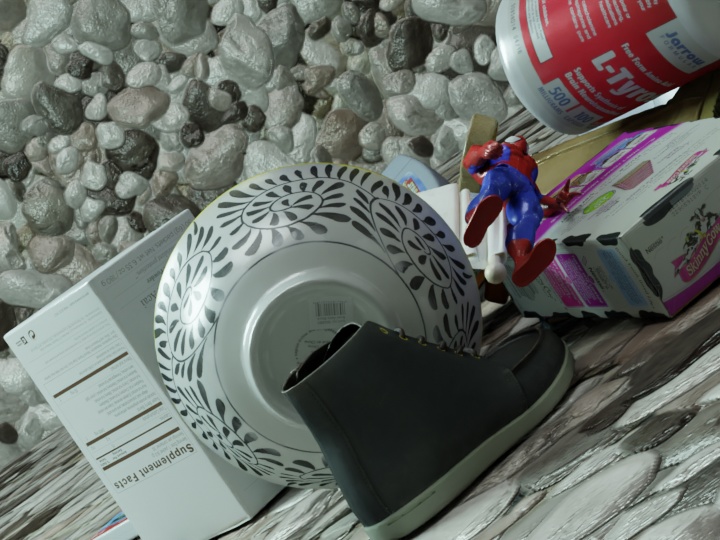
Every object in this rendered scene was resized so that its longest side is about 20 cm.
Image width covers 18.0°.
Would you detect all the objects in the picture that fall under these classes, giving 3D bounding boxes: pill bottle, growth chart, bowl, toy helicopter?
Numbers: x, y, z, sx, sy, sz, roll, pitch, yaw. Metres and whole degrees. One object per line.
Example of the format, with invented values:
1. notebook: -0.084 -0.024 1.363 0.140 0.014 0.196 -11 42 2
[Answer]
1. pill bottle: 0.196 -0.176 1.504 0.199 0.113 0.112 -26 9 37
2. growth chart: 0.007 -0.008 1.459 0.199 0.018 0.145 -14 29 20
3. bowl: -0.022 0.041 1.331 0.200 0.201 0.094 -34 9 2
4. toy helicopter: 0.074 -0.026 1.675 0.133 0.078 0.201 -67 -12 -46

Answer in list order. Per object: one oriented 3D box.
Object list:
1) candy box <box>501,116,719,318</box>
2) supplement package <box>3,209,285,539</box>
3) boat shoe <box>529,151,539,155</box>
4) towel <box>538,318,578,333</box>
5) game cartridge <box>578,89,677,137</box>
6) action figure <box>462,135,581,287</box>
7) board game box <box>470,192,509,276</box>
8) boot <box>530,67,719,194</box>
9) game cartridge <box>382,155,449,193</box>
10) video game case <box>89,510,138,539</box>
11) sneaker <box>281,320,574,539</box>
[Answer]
1. candy box: 0.176 -0.032 1.394 0.136 0.061 0.200 -38 11 -17
2. supplement package: -0.133 0.083 1.624 0.120 0.201 0.121 -29 7 44
3. boat shoe: 0.098 -0.033 1.983 0.200 0.074 0.074 -36 5 -17
4. towel: 0.200 -0.025 1.538 0.199 0.022 0.147 -34 5 3
5. game cartridge: 0.255 -0.129 1.781 0.132 0.042 0.200 -10 -4 -20
6. action figure: 0.094 -0.049 1.388 0.052 0.065 0.200 -55 8 15
7. board game box: 0.000 0.000 1.570 0.199 0.062 0.200 -22 15 36
8. boot: 0.192 -0.097 1.593 0.199 0.066 0.175 -23 22 39
9. game cartridge: 0.032 -0.022 1.929 0.133 0.041 0.200 -54 23 12
10. video game case: -0.137 0.168 1.915 0.143 0.017 0.200 -31 5 29
11. sneaker: 0.043 0.056 1.260 0.075 0.107 0.200 -30 6 40
